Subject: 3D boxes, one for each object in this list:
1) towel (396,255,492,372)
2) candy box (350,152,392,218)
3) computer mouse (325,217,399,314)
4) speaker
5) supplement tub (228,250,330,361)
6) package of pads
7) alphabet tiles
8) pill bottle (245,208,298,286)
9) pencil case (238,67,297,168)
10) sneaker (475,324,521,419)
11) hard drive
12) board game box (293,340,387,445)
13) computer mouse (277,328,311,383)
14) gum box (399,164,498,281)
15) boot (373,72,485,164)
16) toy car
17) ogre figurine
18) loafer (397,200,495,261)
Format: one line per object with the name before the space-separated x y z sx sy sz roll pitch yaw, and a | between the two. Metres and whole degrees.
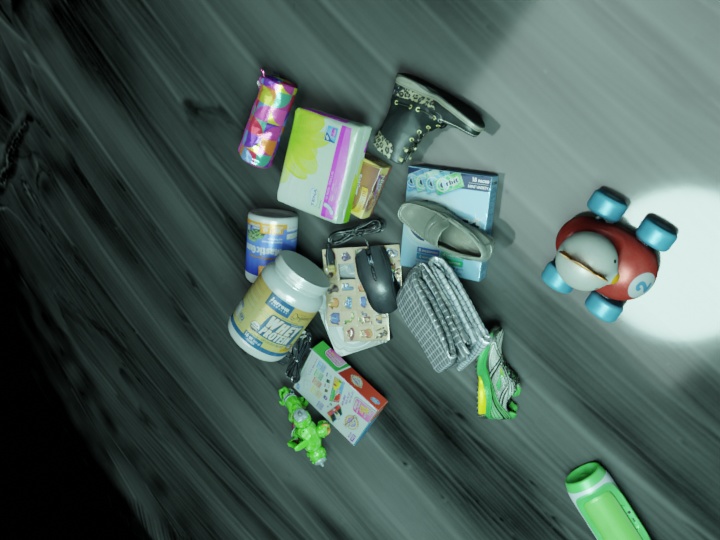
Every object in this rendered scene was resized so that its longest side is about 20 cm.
towel | 0.146 0.092 1.177 0.201 0.085 0.166 63 161 17
candy box | -0.045 -0.207 1.288 0.199 0.056 0.117 31 114 18
computer mouse | 0.000 0.000 1.276 0.140 0.046 0.201 -12 93 10
speaker | 0.465 0.461 1.146 0.088 0.088 0.201 -35 84 31
supplement tub | -0.169 0.073 1.293 0.145 0.145 0.200 41 107 15
package of pads | -0.078 -0.210 1.234 0.154 0.068 0.201 23 110 22
alphabet tiles | 0.007 0.050 1.307 0.166 0.008 0.201 -3 95 11
pill bottle | -0.200 -0.030 1.384 0.112 0.112 0.201 13 108 26
pencil case | -0.202 -0.323 1.332 0.088 0.088 0.201 30 114 20
sneaker | 0.271 0.197 1.205 0.085 0.078 0.201 2 112 22
hard drive | -0.027 0.079 1.358 0.139 0.038 0.201 -21 90 31
board game box | -0.050 0.277 1.395 0.200 0.040 0.153 41 132 15
computer mouse | -0.193 0.153 1.420 0.200 0.053 0.139 39 121 41
gum box | 0.168 -0.094 1.201 0.169 0.045 0.201 13 107 26
boot | 0.123 -0.263 1.171 0.203 0.073 0.154 39 120 23
toy car | 0.388 -0.009 1.007 0.177 0.200 0.185 36 117 17
ogre figurine | -0.125 0.372 1.426 0.120 0.098 0.201 -162 67 -69
loafer | 0.153 -0.075 1.147 0.199 0.070 0.070 26 113 21
